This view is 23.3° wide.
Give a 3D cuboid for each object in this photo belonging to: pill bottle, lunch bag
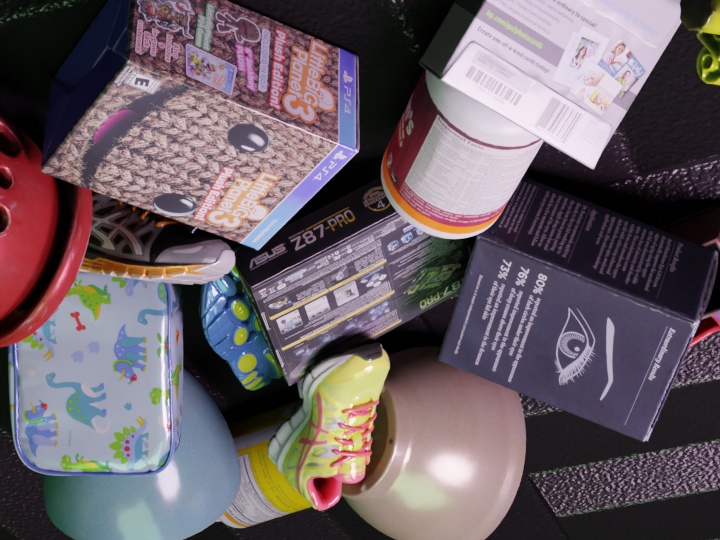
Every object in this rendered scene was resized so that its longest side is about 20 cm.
[{"bbox_3d":[0.092,-0.121,1.351,0.108,0.111,0.201,8,145,-13],"label":"pill bottle"},{"bbox_3d":[-0.242,0.083,1.587,0.159,0.203,0.082,0,-170,1],"label":"lunch bag"},{"bbox_3d":[-0.095,0.205,1.833,0.198,0.110,0.109,-20,142,28],"label":"pill bottle"}]

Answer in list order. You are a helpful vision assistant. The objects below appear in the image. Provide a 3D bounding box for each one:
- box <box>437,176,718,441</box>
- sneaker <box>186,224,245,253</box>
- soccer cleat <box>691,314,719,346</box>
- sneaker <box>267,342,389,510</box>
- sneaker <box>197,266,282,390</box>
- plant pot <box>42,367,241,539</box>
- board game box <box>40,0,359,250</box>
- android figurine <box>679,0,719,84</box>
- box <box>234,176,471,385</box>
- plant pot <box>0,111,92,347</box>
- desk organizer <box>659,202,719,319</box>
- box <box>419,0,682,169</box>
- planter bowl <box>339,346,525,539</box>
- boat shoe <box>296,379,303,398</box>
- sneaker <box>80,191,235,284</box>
[{"bbox_3d":[0.184,0.031,1.483,0.198,0.105,0.149,22,131,6],"label":"box"},{"bbox_3d":[-0.166,-0.031,1.503,0.198,0.085,0.075,-11,145,15],"label":"sneaker"},{"bbox_3d":[0.265,0.055,1.648,0.199,0.074,0.068,-25,140,32],"label":"soccer cleat"},{"bbox_3d":[-0.014,0.143,1.579,0.078,0.091,0.201,-12,147,-33],"label":"sneaker"},{"bbox_3d":[-0.118,0.040,1.607,0.070,0.083,0.200,-32,152,-9],"label":"sneaker"},{"bbox_3d":[-0.221,0.158,1.714,0.197,0.201,0.136,-2,121,2],"label":"plant pot"},{"bbox_3d":[-0.124,-0.122,1.357,0.198,0.098,0.159,19,142,-26],"label":"board game box"},{"bbox_3d":[0.319,-0.202,1.246,0.198,0.041,0.183,-1,134,-38],"label":"android figurine"},{"bbox_3d":[0.000,0.000,1.516,0.199,0.049,0.162,-28,144,-7],"label":"box"},{"bbox_3d":[-0.329,-0.040,1.388,0.199,0.202,0.182,-28,142,35],"label":"plant pot"},{"bbox_3d":[0.255,0.016,1.564,0.199,0.077,0.072,-24,105,31],"label":"desk organizer"},{"bbox_3d":[0.154,-0.192,1.210,0.155,0.041,0.201,24,102,-33],"label":"box"},{"bbox_3d":[0.043,0.163,1.672,0.134,0.202,0.200,15,145,-39],"label":"planter bowl"},{"bbox_3d":[-0.035,0.062,1.654,0.067,0.074,0.200,-7,144,1],"label":"boat shoe"},{"bbox_3d":[-0.192,-0.031,1.446,0.198,0.078,0.078,9,178,26],"label":"sneaker"}]
